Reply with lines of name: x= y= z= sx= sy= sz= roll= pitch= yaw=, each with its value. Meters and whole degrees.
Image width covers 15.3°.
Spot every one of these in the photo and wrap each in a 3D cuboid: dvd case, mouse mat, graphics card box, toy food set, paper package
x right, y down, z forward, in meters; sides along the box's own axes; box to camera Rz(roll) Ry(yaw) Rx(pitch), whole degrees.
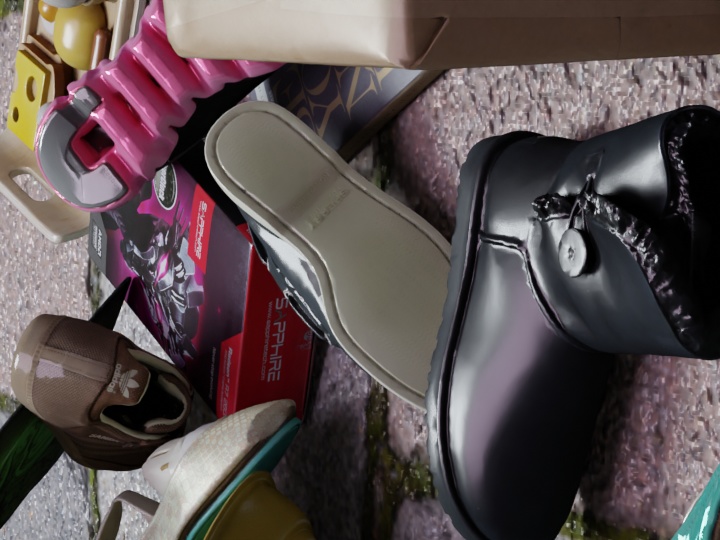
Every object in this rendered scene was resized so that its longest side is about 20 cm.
dvd case: x=-0.011 y=-0.142 z=1.386 sx=0.200 sy=0.016 sz=0.149 roll=-40 pitch=59 yaw=52
mouse mat: x=-0.192 y=0.107 z=1.492 sx=0.008 sy=0.200 sz=0.161 roll=30 pitch=137 yaw=5
graphics card box: x=-0.088 y=-0.015 z=1.477 sx=0.200 sy=0.051 sz=0.126 roll=49 pitch=141 yaw=46
toy food set: x=-0.196 y=-0.136 z=1.643 sx=0.143 sy=0.060 sz=0.201 roll=39 pitch=124 yaw=50
paper package: x=0.040 y=-0.142 z=1.138 sx=0.200 sy=0.190 sz=0.104 roll=9 pitch=102 yaw=58

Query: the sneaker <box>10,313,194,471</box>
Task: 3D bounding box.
sneaker: x=-0.123 y=0.079 z=1.456 sx=0.075 sy=0.200 sz=0.071 roll=18 pitch=83 yaw=20

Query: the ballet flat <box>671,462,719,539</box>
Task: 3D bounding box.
ballet flat: x=0.162 y=0.090 z=1.084 sx=0.071 sy=0.067 sz=0.201 roll=-108 pitch=34 yaw=-48

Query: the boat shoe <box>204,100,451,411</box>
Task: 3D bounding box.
boat shoe: x=-0.002 y=0.001 z=1.333 sx=0.199 sy=0.074 sz=0.066 roll=42 pitch=169 yaw=20

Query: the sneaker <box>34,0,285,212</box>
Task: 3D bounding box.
sneaker: x=-0.079 y=-0.110 z=1.390 sx=0.200 sy=0.095 sz=0.079 roll=-38 pitch=83 yaw=16

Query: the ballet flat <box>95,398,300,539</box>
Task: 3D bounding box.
ballet flat: x=-0.101 y=0.129 z=1.426 sx=0.062 sy=0.067 sz=0.200 roll=40 pitch=122 yaw=11

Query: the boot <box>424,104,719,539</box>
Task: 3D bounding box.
boot: x=0.102 y=0.031 z=1.159 sx=0.168 sy=0.076 sz=0.201 roll=1 pitch=88 yaw=62

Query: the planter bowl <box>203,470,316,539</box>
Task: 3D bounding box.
planter bowl: x=-0.043 y=0.210 z=1.364 sx=0.083 sy=0.200 sz=0.201 roll=16 pitch=113 yaw=12
